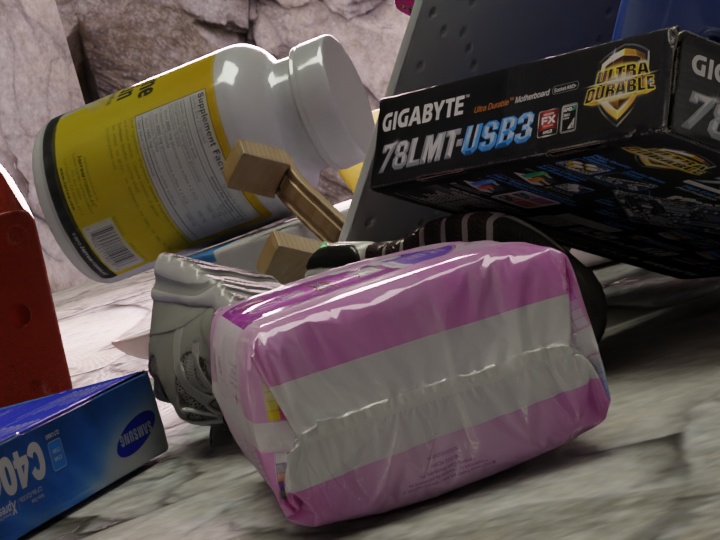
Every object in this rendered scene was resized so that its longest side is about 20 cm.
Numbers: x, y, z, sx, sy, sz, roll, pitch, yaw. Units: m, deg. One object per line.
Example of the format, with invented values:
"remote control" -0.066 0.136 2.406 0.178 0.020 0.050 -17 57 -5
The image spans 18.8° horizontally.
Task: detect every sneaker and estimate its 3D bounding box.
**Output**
"sneaker" -0.049 0.046 1.014 0.074 0.083 0.200 10 4 -20
"sneaker" 0.070 0.010 1.009 0.115 0.076 0.199 -1 3 -36

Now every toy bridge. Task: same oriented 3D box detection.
"toy bridge" -0.021 -0.002 1.175 0.067 0.027 0.200 13 30 -26

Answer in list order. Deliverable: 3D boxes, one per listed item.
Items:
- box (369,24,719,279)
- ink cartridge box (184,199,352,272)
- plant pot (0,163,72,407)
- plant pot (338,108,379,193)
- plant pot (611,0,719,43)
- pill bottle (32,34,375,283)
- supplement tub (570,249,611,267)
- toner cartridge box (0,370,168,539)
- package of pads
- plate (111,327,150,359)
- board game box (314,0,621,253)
"box" 0.139 -0.043 0.940 0.199 0.050 0.198 14 -13 -32
"ink cartridge box" 0.000 0.000 1.337 0.199 0.087 0.146 -21 4 -34
"plant pot" -0.298 0.032 1.459 0.199 0.201 0.176 -18 15 -29
"plant pot" 0.060 -0.137 2.694 0.198 0.143 0.200 -17 4 1
"plant pot" 0.231 -0.129 1.083 0.178 0.202 0.200 14 -2 13
"pill bottle" -0.095 -0.074 1.356 0.199 0.113 0.112 -20 2 16
"supplement tub" 0.148 -0.110 1.424 0.139 0.202 0.140 -16 4 1
"toner cartridge box" -0.171 0.094 0.987 0.094 0.044 0.200 -14 4 20
"package of pads" 0.009 0.036 0.807 0.120 0.076 0.200 -15 3 -7
"plate" -0.046 0.026 1.558 0.199 0.033 0.199 -13 4 46
"board game box" 0.063 -0.070 1.130 0.026 0.201 0.199 31 22 35
